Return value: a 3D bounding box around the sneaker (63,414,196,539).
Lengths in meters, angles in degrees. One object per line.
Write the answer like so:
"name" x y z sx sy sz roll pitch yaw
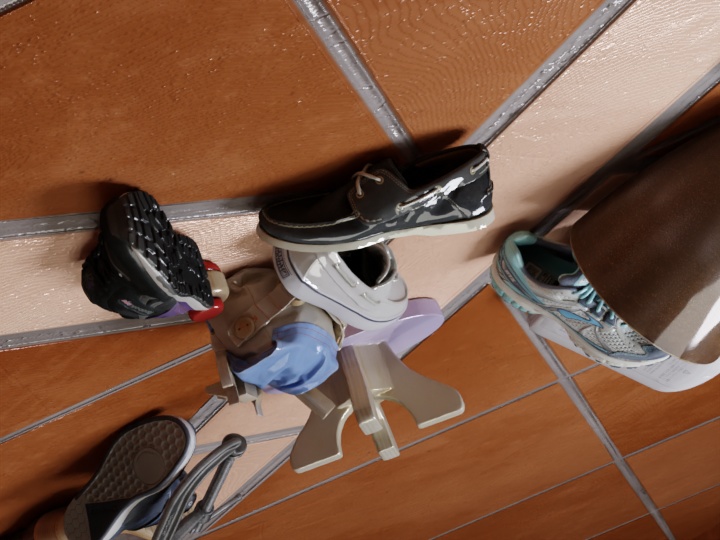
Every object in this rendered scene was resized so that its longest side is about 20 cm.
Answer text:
"sneaker" -0.213 0.212 1.884 0.202 0.077 0.146 -44 162 29

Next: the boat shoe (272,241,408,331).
"boat shoe" 0.000 0.000 1.545 0.066 0.072 0.200 -25 153 23

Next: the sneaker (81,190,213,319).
"sneaker" -0.178 0.003 1.353 0.087 0.076 0.200 -17 161 5

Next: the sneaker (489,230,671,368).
"sneaker" 0.216 0.026 1.681 0.078 0.199 0.086 -61 169 -23

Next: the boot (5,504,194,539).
"boot" -0.311 0.296 2.045 0.200 0.073 0.166 -3 166 -45

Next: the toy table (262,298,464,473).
"toy table" 0.004 0.120 1.795 0.199 0.117 0.184 -25 161 13

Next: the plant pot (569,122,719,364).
"plant pot" 0.328 -0.049 1.633 0.187 0.187 0.200 2 135 -50

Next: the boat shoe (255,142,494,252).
"boat shoe" 0.011 -0.061 1.419 0.199 0.072 0.068 -10 122 -13

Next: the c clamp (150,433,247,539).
"c clamp" -0.170 0.239 1.897 0.171 0.027 0.200 -39 163 -37

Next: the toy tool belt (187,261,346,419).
"toy tool belt" -0.086 0.066 1.539 0.125 0.123 0.200 -28 160 19

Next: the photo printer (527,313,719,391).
"photo printer" 0.291 0.050 1.819 0.199 0.070 0.166 25 152 -3
